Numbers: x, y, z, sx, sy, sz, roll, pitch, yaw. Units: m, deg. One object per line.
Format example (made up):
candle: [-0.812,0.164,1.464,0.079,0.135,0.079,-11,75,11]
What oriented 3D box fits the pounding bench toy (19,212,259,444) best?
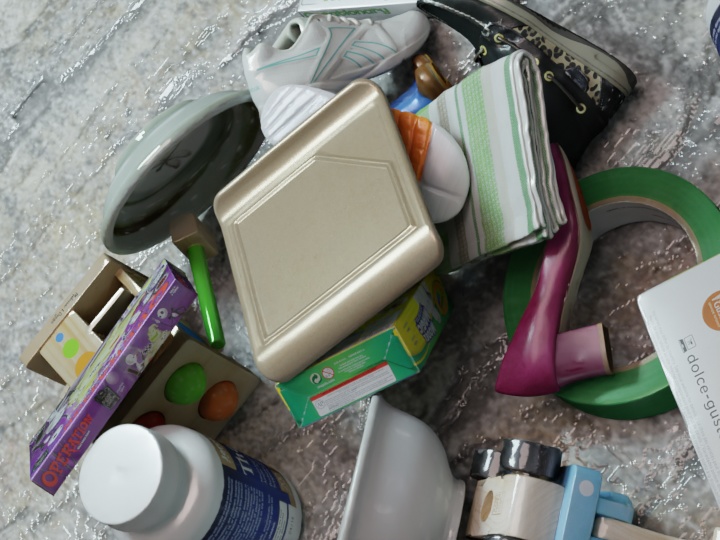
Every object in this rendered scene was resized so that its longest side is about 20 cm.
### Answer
pounding bench toy: [-0.169,0.065,1.626,0.200,0.124,0.156,-51,55,3]

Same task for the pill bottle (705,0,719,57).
pill bottle: [0.338,-0.183,1.432,0.111,0.111,0.201,-28,59,18]

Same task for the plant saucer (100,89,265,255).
plant saucer: [-0.167,-0.100,1.644,0.200,0.200,0.050,-45,77,7]

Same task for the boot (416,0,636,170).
boot: [0.113,-0.146,1.543,0.203,0.073,0.154,28,89,6]

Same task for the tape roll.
tape roll: [0.214,0.018,1.464,0.200,0.048,0.201,-12,64,26]

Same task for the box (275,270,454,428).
box: [0.009,0.057,1.512,0.117,0.200,0.049,-26,101,19]

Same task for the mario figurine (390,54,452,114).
mario figurine: [-0.013,-0.122,1.616,0.200,0.123,0.106,-40,68,6]

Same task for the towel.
towel: [0.101,-0.083,1.473,0.200,0.031,0.150,156,108,-66]

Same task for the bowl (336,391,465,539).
bowl: [0.029,0.202,1.438,0.090,0.201,0.202,13,75,1]

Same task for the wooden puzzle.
wooden puzzle: [-0.027,-0.032,1.459,0.185,0.037,0.201,-38,48,20]

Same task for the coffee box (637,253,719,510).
coffee box: [0.342,0.087,1.267,0.197,0.200,0.200,-28,59,17]

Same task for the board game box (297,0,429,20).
board game box: [0.042,-0.299,1.703,0.199,0.035,0.127,0,71,31]

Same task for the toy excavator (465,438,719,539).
toy excavator: [0.191,0.199,1.379,0.194,0.199,0.100,147,138,-71]

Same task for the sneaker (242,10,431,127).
sneaker: [-0.019,-0.199,1.621,0.070,0.200,0.081,-14,104,58]

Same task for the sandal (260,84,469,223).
sandal: [0.012,-0.104,1.524,0.206,0.059,0.080,27,96,27]

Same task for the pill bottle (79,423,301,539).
pill bottle: [-0.142,0.192,1.512,0.110,0.200,0.112,-11,66,26]

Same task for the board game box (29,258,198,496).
board game box: [-0.207,0.085,1.505,0.200,0.032,0.120,-54,18,0]

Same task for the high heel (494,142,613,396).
high heel: [0.138,-0.002,1.444,0.096,0.067,0.201,-12,68,15]
